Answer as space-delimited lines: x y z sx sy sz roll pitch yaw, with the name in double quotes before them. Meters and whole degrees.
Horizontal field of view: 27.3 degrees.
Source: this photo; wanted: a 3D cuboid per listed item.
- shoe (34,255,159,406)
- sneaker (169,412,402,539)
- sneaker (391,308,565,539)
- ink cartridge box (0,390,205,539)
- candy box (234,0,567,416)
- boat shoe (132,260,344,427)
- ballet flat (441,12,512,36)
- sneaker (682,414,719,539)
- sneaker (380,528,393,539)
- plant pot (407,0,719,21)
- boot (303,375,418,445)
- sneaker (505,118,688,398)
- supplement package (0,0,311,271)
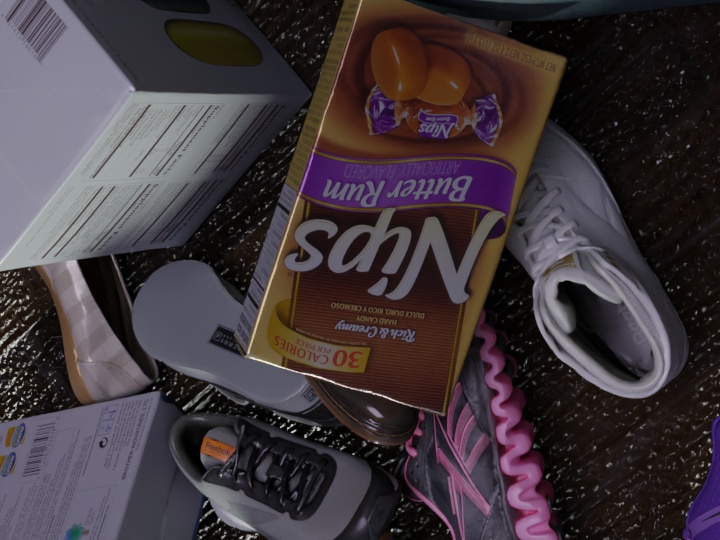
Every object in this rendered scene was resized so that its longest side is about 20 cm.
"shoe" -0.190 -0.006 1.022 0.053 0.070 0.201 -14 97 28
"sneaker" -0.053 0.132 0.911 0.200 0.079 0.074 7 61 51
"sneaker" 0.057 0.099 0.886 0.095 0.079 0.201 -16 86 13
"ink cartridge box" -0.207 0.169 1.007 0.199 0.076 0.137 -12 47 28
"candy box" 0.019 -0.036 0.784 0.116 0.056 0.201 17 97 -14
"boat shoe" -0.078 0.053 0.963 0.200 0.064 0.071 27 79 46
"ballet flat" 0.055 -0.170 0.874 0.073 0.073 0.201 -1 93 28
"sneaker" 0.220 0.171 0.832 0.083 0.080 0.201 28 117 56
"sneaker" -0.054 0.231 0.972 0.199 0.075 0.089 -26 89 31
"plant pot" 0.077 -0.226 0.753 0.199 0.196 0.197 -10 91 11
"boot" 0.000 0.000 0.868 0.097 0.074 0.201 -63 36 39
"sneaker" 0.113 -0.018 0.821 0.074 0.116 0.200 -39 83 13
"supplement package" -0.166 -0.111 0.921 0.151 0.200 0.152 -46 75 23
